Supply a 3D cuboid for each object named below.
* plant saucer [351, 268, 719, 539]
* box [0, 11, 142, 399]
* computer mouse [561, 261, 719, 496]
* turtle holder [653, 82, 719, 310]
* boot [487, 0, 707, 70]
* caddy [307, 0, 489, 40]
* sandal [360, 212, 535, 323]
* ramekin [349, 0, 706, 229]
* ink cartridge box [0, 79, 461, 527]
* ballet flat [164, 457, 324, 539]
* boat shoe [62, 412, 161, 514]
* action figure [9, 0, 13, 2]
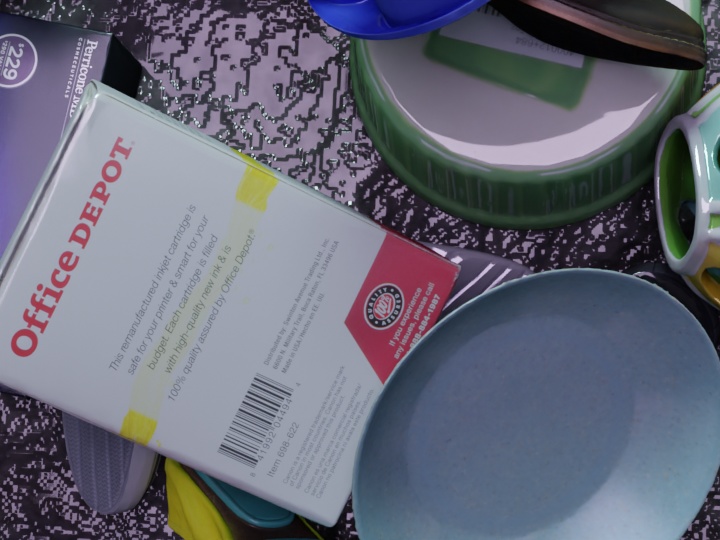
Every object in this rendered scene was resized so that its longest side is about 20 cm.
[{"bbox_3d":[0.085,0.085,0.851,0.200,0.039,0.202,-7,114,-16],"label":"plant saucer"},{"bbox_3d":[-0.215,-0.039,0.943,0.140,0.079,0.201,11,84,5],"label":"box"},{"bbox_3d":[0.085,0.060,0.911,0.140,0.046,0.200,37,97,-3],"label":"computer mouse"},{"bbox_3d":[0.220,-0.018,0.858,0.131,0.141,0.187,0,90,-9],"label":"turtle holder"},{"bbox_3d":[0.086,-0.168,0.829,0.199,0.075,0.097,22,89,10],"label":"boot"},{"bbox_3d":[0.041,-0.196,0.766,0.200,0.105,0.141,-52,44,-6],"label":"caddy"},{"bbox_3d":[-0.001,0.008,0.929,0.205,0.059,0.080,12,101,-13],"label":"sandal"},{"bbox_3d":[0.088,-0.127,0.910,0.199,0.098,0.201,-1,83,6],"label":"ramekin"},{"bbox_3d":[-0.075,0.014,0.841,0.199,0.083,0.146,26,94,-15],"label":"ink cartridge box"},{"bbox_3d":[-0.046,0.153,0.866,0.067,0.200,0.067,4,112,-34],"label":"ballet flat"},{"bbox_3d":[-0.112,0.033,0.924,0.073,0.067,0.201,21,111,42],"label":"boat shoe"},{"bbox_3d":[-0.240,-0.211,0.897,0.199,0.069,0.131,24,116,19],"label":"action figure"}]
